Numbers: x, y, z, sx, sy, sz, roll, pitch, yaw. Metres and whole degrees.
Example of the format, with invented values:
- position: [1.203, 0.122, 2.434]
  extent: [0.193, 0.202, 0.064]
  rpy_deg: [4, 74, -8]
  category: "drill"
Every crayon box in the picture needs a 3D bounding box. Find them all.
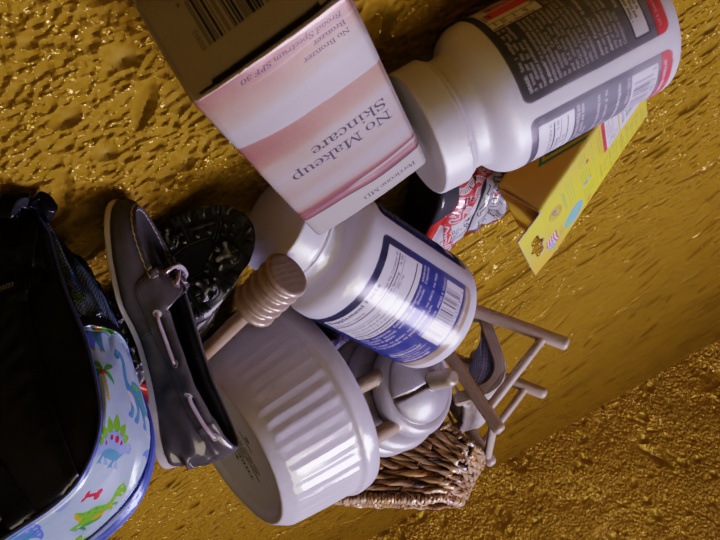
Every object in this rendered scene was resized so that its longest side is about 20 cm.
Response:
- position: [0.198, -0.104, 0.787]
  extent: [0.201, 0.051, 0.127]
  rpy_deg: [-56, 156, -2]
  category: "crayon box"

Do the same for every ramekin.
- position: [-0.080, 0.132, 0.738]
  extent: [0.094, 0.203, 0.203]
  rpy_deg: [-29, 159, -31]
  category: "ramekin"

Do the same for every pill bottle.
- position: [0.124, -0.146, 0.613]
  extent: [0.198, 0.117, 0.116]
  rpy_deg: [-28, 157, -8]
  category: "pill bottle"
- position: [0.000, 0.000, 0.700]
  extent: [0.111, 0.112, 0.199]
  rpy_deg: [-41, 132, 22]
  category: "pill bottle"

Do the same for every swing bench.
- position: [0.117, 0.101, 0.966]
  extent: [0.130, 0.199, 0.200]
  rpy_deg: [-47, 160, -14]
  category: "swing bench"

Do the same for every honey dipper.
- position: [-0.115, 0.058, 0.648]
  extent: [0.038, 0.038, 0.200]
  rpy_deg: [-1, 146, -50]
  category: "honey dipper"

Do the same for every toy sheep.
- position: [0.023, 0.122, 0.821]
  extent: [0.136, 0.140, 0.199]
  rpy_deg: [-10, 178, -40]
  category: "toy sheep"

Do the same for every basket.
- position: [0.056, 0.252, 0.984]
  extent: [0.150, 0.142, 0.200]
  rpy_deg: [-55, 171, -15]
  category: "basket"

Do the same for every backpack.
- position: [-0.225, 0.091, 0.524]
  extent: [0.181, 0.201, 0.147]
  rpy_deg: [-30, 152, -4]
  category: "backpack"

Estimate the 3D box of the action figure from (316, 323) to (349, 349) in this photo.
- position: [-0.041, 0.072, 0.900]
  extent: [0.130, 0.070, 0.200]
  rpy_deg: [-41, 161, -2]
  category: "action figure"

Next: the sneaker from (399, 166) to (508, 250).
- position: [0.081, -0.036, 0.837]
  extent: [0.107, 0.068, 0.202]
  rpy_deg: [-14, 148, -31]
  category: "sneaker"

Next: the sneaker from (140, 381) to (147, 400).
- position: [-0.239, 0.123, 0.672]
  extent: [0.200, 0.084, 0.078]
  rpy_deg: [-33, 147, -58]
  category: "sneaker"

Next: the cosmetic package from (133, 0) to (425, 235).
- position: [-0.038, -0.112, 0.512]
  extent: [0.103, 0.088, 0.200]
  rpy_deg: [-35, 157, 5]
  category: "cosmetic package"

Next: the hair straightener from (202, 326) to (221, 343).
- position: [-0.134, 0.081, 0.831]
  extent: [0.077, 0.041, 0.200]
  rpy_deg: [-37, 153, 9]
  category: "hair straightener"

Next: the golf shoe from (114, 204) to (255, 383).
- position: [-0.146, 0.016, 0.673]
  extent: [0.200, 0.078, 0.094]
  rpy_deg: [-42, 174, 24]
  category: "golf shoe"

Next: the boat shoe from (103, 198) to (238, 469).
- position: [-0.133, 0.044, 0.593]
  extent: [0.056, 0.203, 0.067]
  rpy_deg: [-9, -169, 6]
  category: "boat shoe"
